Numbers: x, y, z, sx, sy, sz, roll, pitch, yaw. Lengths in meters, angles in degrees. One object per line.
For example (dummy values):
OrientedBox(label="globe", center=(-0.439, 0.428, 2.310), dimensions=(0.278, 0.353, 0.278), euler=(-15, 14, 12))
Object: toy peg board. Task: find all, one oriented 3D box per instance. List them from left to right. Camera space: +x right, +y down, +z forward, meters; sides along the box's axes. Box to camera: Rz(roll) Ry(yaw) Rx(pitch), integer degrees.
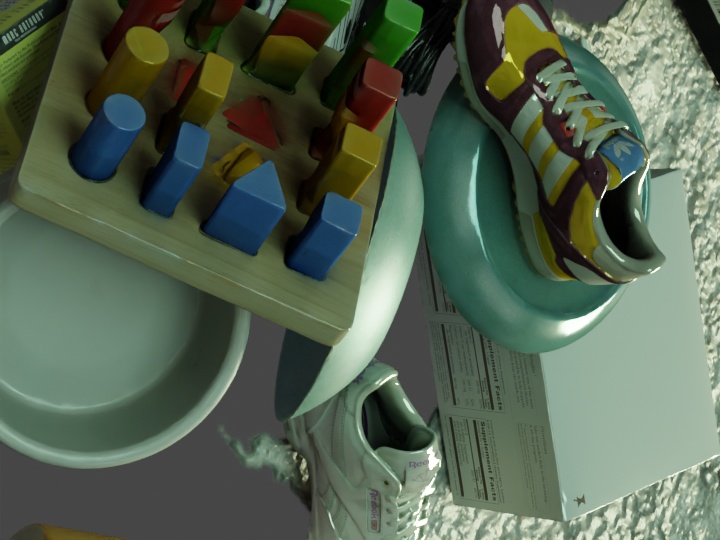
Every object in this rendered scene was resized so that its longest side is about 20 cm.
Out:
OrientedBox(label="toy peg board", center=(-0.065, -0.096, 1.463), dimensions=(0.199, 0.098, 0.200), euler=(24, 46, -14))

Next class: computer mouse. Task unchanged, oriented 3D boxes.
OrientedBox(label="computer mouse", center=(0.071, -0.138, 1.687), dimensions=(0.046, 0.200, 0.141), euler=(42, 90, 7))

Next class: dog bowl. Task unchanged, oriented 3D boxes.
OrientedBox(label="dog bowl", center=(-0.152, 0.020, 1.507), dimensions=(0.199, 0.059, 0.201), euler=(-5, 107, -16))

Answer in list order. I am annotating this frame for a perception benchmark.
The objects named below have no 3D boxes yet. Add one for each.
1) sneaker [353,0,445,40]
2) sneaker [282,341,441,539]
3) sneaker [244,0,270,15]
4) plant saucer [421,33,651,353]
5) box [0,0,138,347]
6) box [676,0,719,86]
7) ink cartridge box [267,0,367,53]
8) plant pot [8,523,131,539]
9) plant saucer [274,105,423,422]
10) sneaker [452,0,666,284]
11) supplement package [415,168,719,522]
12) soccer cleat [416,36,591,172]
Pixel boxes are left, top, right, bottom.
OrientedBox(label="sneaker", center=(0.053, -0.205, 1.703), dimensions=(0.076, 0.087, 0.201), euler=(39, 68, -35))
OrientedBox(label="sneaker", center=(0.011, 0.143, 1.680), dimensions=(0.075, 0.099, 0.201), euler=(-32, 114, -37))
OrientedBox(label="sneaker", center=(-0.095, -0.146, 1.590), dimensions=(0.073, 0.071, 0.201), euler=(18, 81, -40))
OrientedBox(label="plant saucer", center=(0.118, -0.049, 1.660), dimensions=(0.199, 0.027, 0.202), euler=(-2, 93, -42))
OrientedBox(label="box", center=(-0.166, -0.058, 1.549), dimensions=(0.075, 0.050, 0.201), euler=(-41, 117, -31))
OrientedBox(label="box", center=(0.313, -0.256, 1.900), dimensions=(0.198, 0.123, 0.201), euler=(-47, 122, -27))
OrientedBox(label="ink cartridge box", center=(-0.045, -0.094, 1.622), dimensions=(0.094, 0.044, 0.201), euler=(77, 30, -77))
OrientedBox(label="plant pot", center=(-0.128, 0.234, 1.521), dimensions=(0.183, 0.200, 0.201), euler=(27, 75, -22))
OrientedBox(label="plant saucer", center=(0.000, 0.000, 1.601), dimensions=(0.038, 0.201, 0.202), euler=(20, 78, -11))
OrientedBox(label="sneaker", center=(0.125, -0.086, 1.587), dimensions=(0.075, 0.090, 0.201), euler=(-39, 116, -35))
OrientedBox(label="supplement package", center=(0.137, 0.044, 1.775), dimensions=(0.155, 0.111, 0.201), euler=(-18, 104, -38))
OrientedBox(label="soccer cleat", center=(0.094, -0.100, 1.764), dimensions=(0.199, 0.068, 0.086), euler=(-20, 97, -41))
